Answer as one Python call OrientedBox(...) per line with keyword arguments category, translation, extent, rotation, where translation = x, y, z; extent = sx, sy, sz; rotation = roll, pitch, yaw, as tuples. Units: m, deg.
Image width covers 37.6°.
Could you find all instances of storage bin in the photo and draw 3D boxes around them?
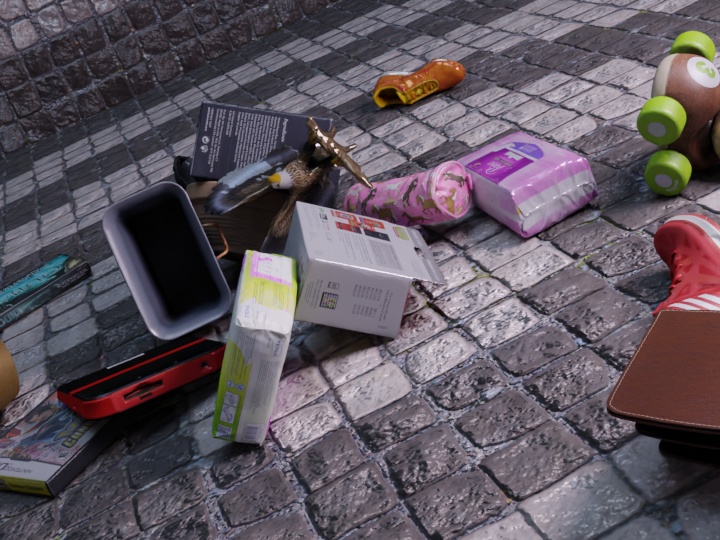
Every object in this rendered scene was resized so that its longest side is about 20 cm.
OrientedBox(category="storage bin", translation=(-0.259, -0.021, 1.503), extent=(0.144, 0.202, 0.134), rotation=(-24, 5, -2))

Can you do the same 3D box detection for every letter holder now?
OrientedBox(category="letter holder", translation=(0.313, 0.113, 0.827), extent=(0.199, 0.101, 0.142), rotation=(-1, 34, 41))

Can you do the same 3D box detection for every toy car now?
OrientedBox(category="toy car", translation=(0.459, -0.186, 1.281), extent=(0.198, 0.159, 0.165), rotation=(9, 49, 31))

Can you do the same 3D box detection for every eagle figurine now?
OrientedBox(category="eagle figurine", translation=(-0.099, -0.111, 1.444), extent=(0.200, 0.150, 0.152), rotation=(-46, 41, 24))

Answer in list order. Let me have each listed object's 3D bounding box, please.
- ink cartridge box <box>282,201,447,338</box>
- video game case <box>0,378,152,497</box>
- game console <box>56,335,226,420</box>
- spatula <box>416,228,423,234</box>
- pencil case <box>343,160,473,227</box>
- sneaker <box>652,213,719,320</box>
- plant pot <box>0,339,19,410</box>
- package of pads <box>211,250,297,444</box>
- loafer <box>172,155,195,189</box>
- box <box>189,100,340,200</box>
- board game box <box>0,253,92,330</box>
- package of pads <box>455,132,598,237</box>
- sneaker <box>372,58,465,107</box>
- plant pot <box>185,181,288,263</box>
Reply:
OrientedBox(category="ink cartridge box", translation=(0.000, 0.000, 1.323), extent=(0.174, 0.085, 0.200), rotation=(11, 21, -12))
OrientedBox(category="video game case", translation=(-0.379, 0.205, 1.342), extent=(0.179, 0.026, 0.200), rotation=(-4, 30, 38))
OrientedBox(category="game console", translation=(-0.274, 0.133, 1.345), extent=(0.199, 0.031, 0.176), rotation=(-21, 10, -27))
OrientedBox(category="spatula", translation=(-0.002, -0.017, 1.476), extent=(0.198, 0.021, 0.057), rotation=(-17, 18, 15))
OrientedBox(category="pencil case", translation=(0.065, -0.097, 1.480), extent=(0.199, 0.083, 0.087), rotation=(-9, 53, 48))
OrientedBox(category="sneaker", translation=(0.322, 0.011, 1.060), extent=(0.115, 0.079, 0.200), rotation=(-24, 22, -7))
OrientedBox(category="plant pot", translation=(-0.579, 0.166, 1.447), extent=(0.199, 0.188, 0.186), rotation=(-23, 20, -35))
OrientedBox(category="package of pads", translation=(-0.118, 0.079, 1.209), extent=(0.067, 0.156, 0.200), rotation=(11, 25, -7))
OrientedBox(category="loafer", translation=(-0.321, -0.181, 2.046), extent=(0.068, 0.071, 0.200), rotation=(-30, 25, -16))
OrientedBox(category="box", translation=(-0.136, -0.163, 1.599), extent=(0.198, 0.119, 0.197), rotation=(8, -7, 4))
OrientedBox(category="board game box", translation=(-0.588, 0.037, 1.881), extent=(0.199, 0.028, 0.135), rotation=(-36, 26, -28))
OrientedBox(category="package of pads", translation=(0.218, -0.119, 1.426), extent=(0.120, 0.076, 0.200), rotation=(-26, 24, -9))
OrientedBox(category="sneaker", translation=(0.115, -0.354, 2.047), extent=(0.198, 0.073, 0.078), rotation=(-11, 48, 34))
OrientedBox(category="plant pot", translation=(-0.171, -0.063, 1.582), extent=(0.199, 0.094, 0.201), rotation=(10, -9, 2))
